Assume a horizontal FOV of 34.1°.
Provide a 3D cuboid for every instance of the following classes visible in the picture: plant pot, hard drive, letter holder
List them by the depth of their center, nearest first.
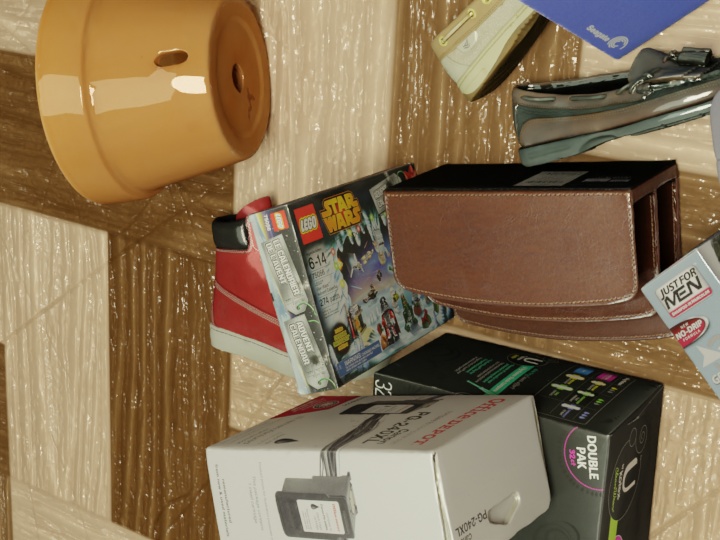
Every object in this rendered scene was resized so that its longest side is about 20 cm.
[{"bbox_3d":[0.211,-0.218,0.760,0.199,0.131,0.026,-32,57,36],"label":"hard drive"},{"bbox_3d":[0.132,-0.003,0.892,0.198,0.100,0.144,3,107,33],"label":"letter holder"},{"bbox_3d":[-0.165,-0.161,1.004,0.139,0.200,0.202,-2,103,18],"label":"plant pot"}]

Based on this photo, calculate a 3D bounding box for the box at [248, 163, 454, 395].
[{"bbox_3d":[0.000,0.000,0.919,0.040,0.200,0.138,-13,97,32],"label":"box"}]

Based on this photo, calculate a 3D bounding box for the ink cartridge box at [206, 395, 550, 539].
[{"bbox_3d":[0.015,0.144,0.832,0.198,0.145,0.084,-6,97,36],"label":"ink cartridge box"}]

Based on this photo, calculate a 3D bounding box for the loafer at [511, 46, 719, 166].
[{"bbox_3d":[0.191,-0.127,0.833,0.199,0.072,0.064,-15,97,38],"label":"loafer"}]

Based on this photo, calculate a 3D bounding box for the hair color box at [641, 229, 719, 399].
[{"bbox_3d":[0.291,0.063,0.795,0.201,0.099,0.061,55,140,9],"label":"hair color box"}]

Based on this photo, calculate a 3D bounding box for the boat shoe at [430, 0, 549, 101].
[{"bbox_3d":[0.118,-0.214,0.856,0.066,0.074,0.200,45,123,9],"label":"boat shoe"}]

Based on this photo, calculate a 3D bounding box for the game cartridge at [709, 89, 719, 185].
[{"bbox_3d":[0.294,-0.033,0.752,0.041,0.132,0.202,-14,96,62],"label":"game cartridge"}]

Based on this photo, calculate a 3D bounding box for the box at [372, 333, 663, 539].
[{"bbox_3d":[0.120,0.152,0.927,0.198,0.124,0.150,12,109,30],"label":"box"}]

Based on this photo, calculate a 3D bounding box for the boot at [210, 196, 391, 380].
[{"bbox_3d":[-0.057,0.013,1.044,0.199,0.072,0.146,13,109,34],"label":"boot"}]
